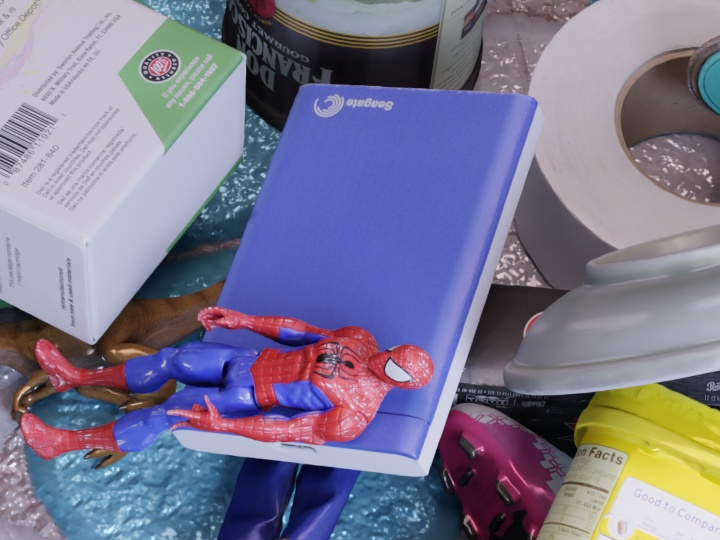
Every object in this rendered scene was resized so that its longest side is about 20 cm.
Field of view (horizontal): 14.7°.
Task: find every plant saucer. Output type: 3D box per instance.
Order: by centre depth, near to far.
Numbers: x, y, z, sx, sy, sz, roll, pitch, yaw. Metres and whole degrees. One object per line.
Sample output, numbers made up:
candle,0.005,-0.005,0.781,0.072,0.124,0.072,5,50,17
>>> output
plant saucer,0.157,0.010,1.264,0.199,0.200,0.051,-15,94,-15

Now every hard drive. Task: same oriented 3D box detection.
hard drive,0.000,0.000,1.339,0.131,0.025,0.201,4,59,27

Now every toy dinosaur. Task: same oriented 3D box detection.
toy dinosaur,-0.117,0.034,1.387,0.199,0.061,0.107,-13,55,-14

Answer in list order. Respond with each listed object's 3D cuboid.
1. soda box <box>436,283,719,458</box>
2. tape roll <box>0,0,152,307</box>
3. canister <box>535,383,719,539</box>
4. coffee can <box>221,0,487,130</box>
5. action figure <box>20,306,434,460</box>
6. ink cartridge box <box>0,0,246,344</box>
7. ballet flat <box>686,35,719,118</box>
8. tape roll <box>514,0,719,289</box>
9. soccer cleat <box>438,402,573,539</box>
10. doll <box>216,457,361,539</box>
soda box,0.128,0.055,1.387,0.198,0.071,0.064,6,55,-1
tape roll,-0.181,-0.073,1.456,0.199,0.048,0.201,1,51,-1
canister,0.131,0.168,1.238,0.148,0.087,0.201,24,74,11
coffee can,0.003,-0.183,1.465,0.145,0.201,0.147,3,54,-3
action figure,-0.061,0.052,1.285,0.199,0.052,0.066,-5,52,19
ink cartridge box,-0.177,-0.076,1.373,0.199,0.084,0.145,26,55,16
ballet flat,0.261,-0.104,1.442,0.199,0.068,0.067,6,35,-8
tape roll,0.181,-0.056,1.473,0.201,0.071,0.203,2,54,-3
soccer cleat,0.121,0.133,1.338,0.086,0.070,0.200,-32,70,-28
doll,-0.015,0.061,1.353,0.136,0.048,0.201,-9,53,41
